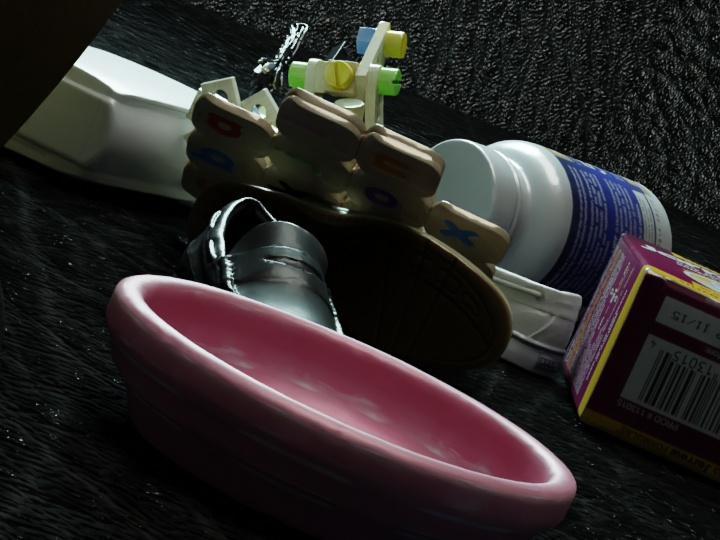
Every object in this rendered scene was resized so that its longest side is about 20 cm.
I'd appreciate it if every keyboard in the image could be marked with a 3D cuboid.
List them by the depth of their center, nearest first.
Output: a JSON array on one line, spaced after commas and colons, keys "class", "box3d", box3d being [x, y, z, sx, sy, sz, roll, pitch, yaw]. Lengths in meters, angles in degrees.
[{"class": "keyboard", "box3d": [-0.038, -0.107, 1.729, 0.021, 0.127, 0.200, -12, 23, 20]}]

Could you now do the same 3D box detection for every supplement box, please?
[{"class": "supplement box", "box3d": [0.207, 0.057, 1.553, 0.131, 0.103, 0.200, 23, 7, -2]}]

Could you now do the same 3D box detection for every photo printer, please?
[{"class": "photo printer", "box3d": [-0.167, -0.100, 1.597, 0.166, 0.069, 0.200, 26, 7, 28]}]

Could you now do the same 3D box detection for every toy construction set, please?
[{"class": "toy construction set", "box3d": [-0.030, -0.081, 1.588, 0.092, 0.131, 0.200, 13, 18, 27]}]

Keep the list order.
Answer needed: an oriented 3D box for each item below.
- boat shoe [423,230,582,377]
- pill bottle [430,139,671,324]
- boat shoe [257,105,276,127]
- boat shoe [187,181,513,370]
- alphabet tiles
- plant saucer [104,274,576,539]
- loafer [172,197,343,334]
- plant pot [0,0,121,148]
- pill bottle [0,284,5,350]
[{"class": "boat shoe", "box3d": [0.059, -0.005, 1.634, 0.200, 0.070, 0.071, 31, 9, 32]}, {"class": "pill bottle", "box3d": [0.129, -0.032, 1.870, 0.200, 0.120, 0.120, 17, 10, -46]}, {"class": "boat shoe", "box3d": [-0.047, -0.071, 1.790, 0.063, 0.073, 0.201, 21, -1, 9]}, {"class": "boat shoe", "box3d": [0.000, 0.000, 1.437, 0.200, 0.072, 0.065, 21, 7, 17]}, {"class": "alphabet tiles", "box3d": [-0.010, -0.038, 1.462, 0.196, 0.015, 0.200, 24, -25, 3]}, {"class": "plant saucer", "box3d": [-0.014, 0.065, 1.000, 0.200, 0.051, 0.201, 24, 8, -4]}, {"class": "loafer", "box3d": [-0.046, 0.011, 1.197, 0.068, 0.070, 0.201, 21, 8, -19]}, {"class": "plant pot", "box3d": [-0.217, -0.165, 1.397, 0.186, 0.200, 0.186, 24, 6, -3]}, {"class": "pill bottle", "box3d": [-0.179, -0.012, 0.779, 0.112, 0.112, 0.200, 20, 9, -30]}]
